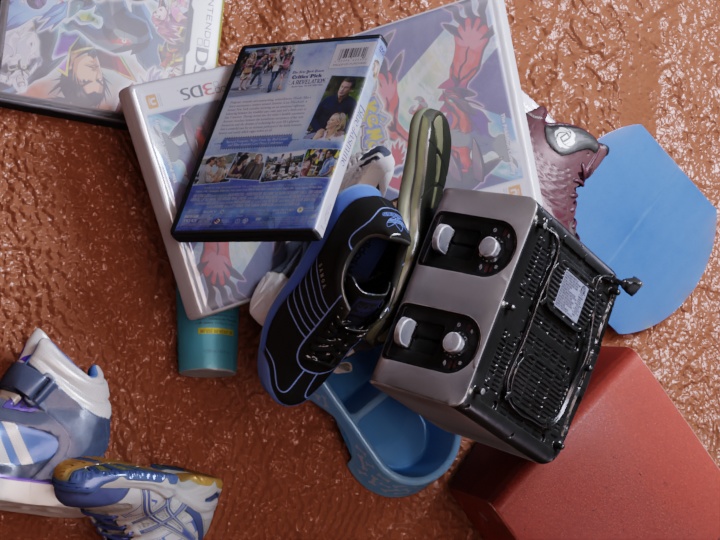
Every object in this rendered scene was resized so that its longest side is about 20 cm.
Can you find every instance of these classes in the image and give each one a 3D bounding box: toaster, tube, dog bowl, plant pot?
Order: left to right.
[{"bbox_3d":[-0.133,-0.009,1.568,0.077,0.050,0.202,6,77,-31],"label":"tube"},{"bbox_3d":[0.016,0.110,1.607,0.111,0.050,0.201,-37,98,-22],"label":"dog bowl"},{"bbox_3d":[0.118,0.047,1.477,0.200,0.118,0.182,34,74,-50],"label":"toaster"},{"bbox_3d":[0.198,0.199,1.601,0.176,0.200,0.200,-38,98,-12],"label":"plant pot"}]

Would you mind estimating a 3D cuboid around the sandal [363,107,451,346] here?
[{"bbox_3d":[0.030,-0.036,1.493,0.057,0.080,0.203,10,86,17],"label":"sandal"}]

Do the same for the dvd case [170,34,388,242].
[{"bbox_3d":[-0.066,-0.109,1.480,0.018,0.142,0.201,52,47,-46],"label":"dvd case"}]

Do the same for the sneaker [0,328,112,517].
[{"bbox_3d":[-0.302,0.116,1.470,0.198,0.081,0.148,12,71,-17],"label":"sneaker"}]

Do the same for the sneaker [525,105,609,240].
[{"bbox_3d":[0.190,-0.058,1.611,0.115,0.076,0.201,-32,96,-14],"label":"sneaker"}]

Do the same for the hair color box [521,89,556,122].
[{"bbox_3d":[0.114,-0.062,1.662,0.100,0.060,0.201,40,72,-13],"label":"hair color box"}]

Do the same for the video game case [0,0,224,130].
[{"bbox_3d":[-0.218,-0.217,1.566,0.198,0.025,0.182,9,80,-21],"label":"video game case"}]

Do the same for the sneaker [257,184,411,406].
[{"bbox_3d":[-0.021,0.033,1.433,0.070,0.078,0.201,11,113,-30],"label":"sneaker"}]

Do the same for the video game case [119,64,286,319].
[{"bbox_3d":[-0.106,-0.076,1.554,0.182,0.023,0.202,-19,92,-44],"label":"video game case"}]

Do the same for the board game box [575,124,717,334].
[{"bbox_3d":[0.248,-0.040,1.713,0.200,0.039,0.158,42,81,-29],"label":"board game box"}]

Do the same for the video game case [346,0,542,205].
[{"bbox_3d":[0.058,-0.128,1.589,0.181,0.023,0.202,-15,75,21],"label":"video game case"}]

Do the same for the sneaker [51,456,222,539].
[{"bbox_3d":[-0.181,0.202,1.462,0.200,0.075,0.089,21,83,-57],"label":"sneaker"}]

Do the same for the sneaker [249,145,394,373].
[{"bbox_3d":[0.000,0.000,1.552,0.130,0.079,0.200,45,53,-27],"label":"sneaker"}]
